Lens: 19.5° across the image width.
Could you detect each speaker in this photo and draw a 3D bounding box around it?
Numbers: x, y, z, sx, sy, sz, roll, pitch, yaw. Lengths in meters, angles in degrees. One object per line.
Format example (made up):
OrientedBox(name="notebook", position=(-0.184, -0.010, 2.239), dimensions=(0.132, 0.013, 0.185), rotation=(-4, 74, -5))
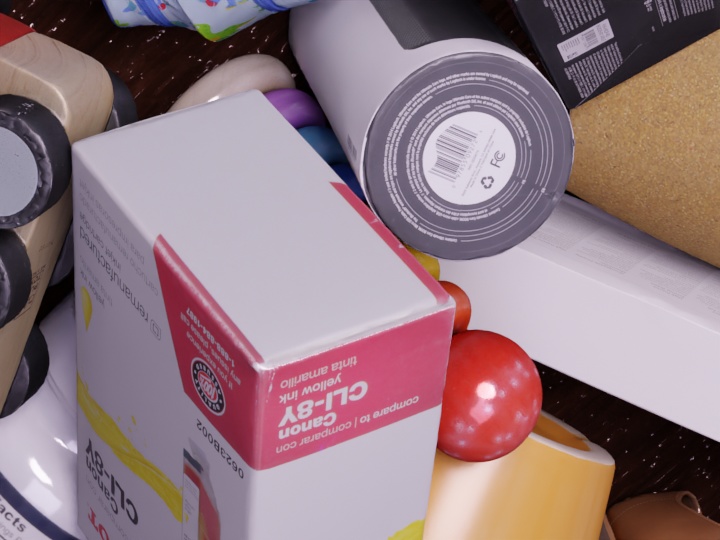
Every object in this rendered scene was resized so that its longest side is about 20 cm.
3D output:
OrientedBox(name="speaker", position=(0.022, -0.075, 0.841), dimensions=(0.080, 0.200, 0.082), rotation=(-3, 111, -8))

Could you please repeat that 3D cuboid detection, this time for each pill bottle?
OrientedBox(name="pill bottle", position=(-0.162, 0.107, 0.956), dimensions=(0.200, 0.116, 0.116), rotation=(-43, 111, 14))

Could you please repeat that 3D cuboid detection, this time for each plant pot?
OrientedBox(name="plant pot", position=(0.189, -0.067, 0.887), dimensions=(0.198, 0.187, 0.188), rotation=(9, 115, 8))
OrientedBox(name="plant pot", position=(0.022, 0.141, 0.957), dimensions=(0.199, 0.200, 0.184), rotation=(23, 95, -14))

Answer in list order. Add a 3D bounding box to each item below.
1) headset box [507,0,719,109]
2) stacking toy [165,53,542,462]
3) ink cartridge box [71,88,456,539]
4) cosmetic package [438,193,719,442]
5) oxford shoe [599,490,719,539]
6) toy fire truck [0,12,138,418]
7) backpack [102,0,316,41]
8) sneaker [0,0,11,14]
OrientedBox(name="headset box", position=(0.057, -0.179, 0.789), dimensions=(0.075, 0.149, 0.201), rotation=(-28, 74, 7))
OrientedBox(name="stacking toy", position=(0.000, 0.000, 0.884), dimensions=(0.200, 0.085, 0.086), rotation=(43, 109, 18))
OrientedBox(name="ink cartridge box", position=(-0.044, 0.059, 0.801), dimensions=(0.083, 0.145, 0.201), rotation=(-19, 135, -27))
OrientedBox(name="cosmetic package", position=(0.127, 0.022, 0.909), dimensions=(0.199, 0.082, 0.051), rotation=(24, 114, 20))
OrientedBox(name="oxford shoe", position=(0.151, 0.150, 0.956), dimensions=(0.071, 0.200, 0.072), rotation=(-24, 112, 3))
OrientedBox(name="toy fire truck", position=(-0.215, -0.030, 0.820), dimensions=(0.199, 0.129, 0.177), rotation=(26, 112, 6))
OrientedBox(name="backpack", position=(-0.069, -0.189, 0.817), dimensions=(0.153, 0.164, 0.200), rotation=(-31, 120, 19))
OrientedBox(name="sneaker", position=(-0.207, -0.100, 0.878), dimensions=(0.111, 0.077, 0.200), rotation=(-41, 112, 16))
